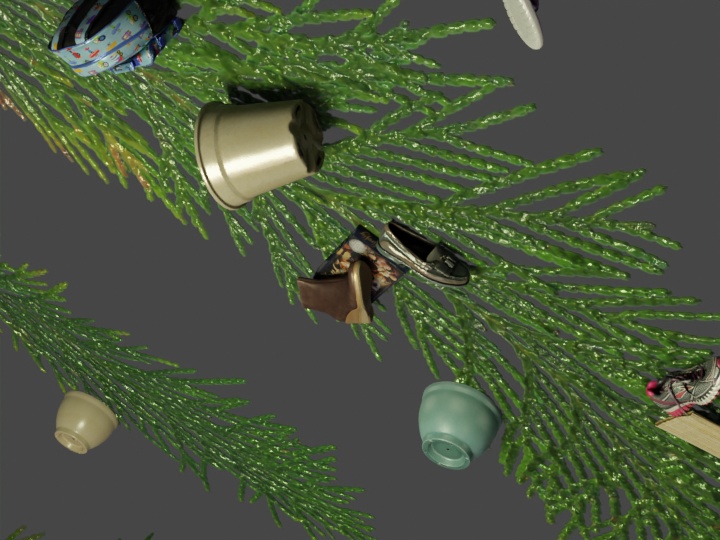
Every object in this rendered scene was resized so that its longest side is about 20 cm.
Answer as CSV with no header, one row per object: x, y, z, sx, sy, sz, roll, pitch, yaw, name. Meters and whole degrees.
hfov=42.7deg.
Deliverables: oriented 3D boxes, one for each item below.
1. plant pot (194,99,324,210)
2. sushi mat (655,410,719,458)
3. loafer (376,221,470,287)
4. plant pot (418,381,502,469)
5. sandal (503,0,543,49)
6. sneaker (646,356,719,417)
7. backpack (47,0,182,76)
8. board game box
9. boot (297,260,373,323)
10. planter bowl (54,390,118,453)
-0.170,-0.225,1.672,0.181,0.202,0.202,-9,131,23,plant pot
0.700,0.335,1.870,0.198,0.012,0.095,27,146,-22,sushi mat
0.125,-0.031,1.795,0.198,0.072,0.063,24,137,8,loafer
0.219,0.376,2.152,0.197,0.135,0.202,16,141,13,plant pot
0.227,-0.407,1.305,0.049,0.083,0.204,-31,122,0,sandal
0.626,0.219,1.763,0.074,0.081,0.200,32,143,-3,sneaker
-0.428,-0.408,1.588,0.180,0.201,0.135,-3,134,33,backpack
0.000,0.000,1.933,0.135,0.035,0.200,35,142,-9,board game box
-0.059,0.039,1.924,0.164,0.073,0.201,13,144,15,boot
-0.907,0.506,2.997,0.197,0.136,0.202,16,141,14,planter bowl
